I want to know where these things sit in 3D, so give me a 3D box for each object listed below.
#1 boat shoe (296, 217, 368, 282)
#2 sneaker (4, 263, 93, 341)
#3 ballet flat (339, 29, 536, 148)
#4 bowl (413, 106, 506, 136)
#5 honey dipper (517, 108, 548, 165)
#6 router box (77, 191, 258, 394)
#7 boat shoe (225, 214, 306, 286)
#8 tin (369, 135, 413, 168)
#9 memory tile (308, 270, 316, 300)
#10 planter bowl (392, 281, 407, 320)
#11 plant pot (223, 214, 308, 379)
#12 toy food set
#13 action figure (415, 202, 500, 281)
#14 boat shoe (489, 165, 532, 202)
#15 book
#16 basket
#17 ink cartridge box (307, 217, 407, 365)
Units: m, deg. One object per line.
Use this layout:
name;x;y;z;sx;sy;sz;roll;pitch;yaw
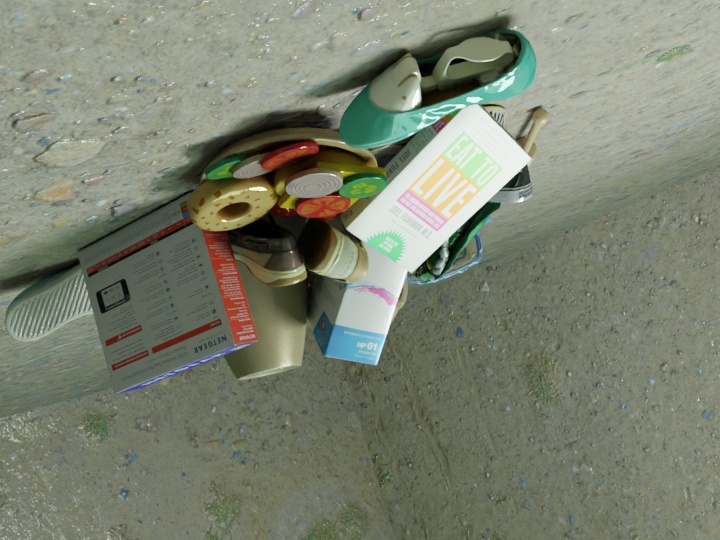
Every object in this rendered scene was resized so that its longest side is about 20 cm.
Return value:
boat shoe;-0.035;-0.026;1.047;0.075;0.065;0.200;-60;-164;10
sneaker;-0.373;0.021;1.140;0.196;0.076;0.082;-22;-155;-20
ballet flat;0.067;-0.175;0.794;0.196;0.068;0.071;-19;149;-1
bowl;0.109;-0.125;1.115;0.196;0.096;0.201;-18;174;-2
honey dipper;0.244;-0.187;1.238;0.037;0.039;0.200;-18;172;-1
router box;-0.233;0.029;1.027;0.197;0.184;0.049;-21;172;27
boat shoe;-0.127;-0.043;1.035;0.072;0.066;0.198;-15;-151;-37
tin;-0.020;-0.124;1.019;0.110;0.043;0.198;-6;166;-44
memory tile;-0.094;-0.001;1.339;0.151;0.017;0.203;-20;-144;34
planter bowl;0.003;0.033;1.605;0.133;0.205;0.198;-23;172;38
plant pot;-0.147;0.042;1.201;0.183;0.205;0.187;-12;171;-2
toy food set;-0.076;-0.092;0.910;0.196;0.050;0.197;2;160;-29
action figure;0.142;-0.058;1.367;0.054;0.119;0.202;16;123;-21
boat shoe;0.153;-0.138;1.238;0.073;0.070;0.197;-26;-156;-37
book;0.084;-0.101;0.999;0.200;0.048;0.133;-45;138;15
basket;0.130;-0.054;1.521;0.172;0.142;0.200;-18;-179;-8
ink cartridge box;0.000;0.000;1.159;0.083;0.204;0.145;11;-162;-18
